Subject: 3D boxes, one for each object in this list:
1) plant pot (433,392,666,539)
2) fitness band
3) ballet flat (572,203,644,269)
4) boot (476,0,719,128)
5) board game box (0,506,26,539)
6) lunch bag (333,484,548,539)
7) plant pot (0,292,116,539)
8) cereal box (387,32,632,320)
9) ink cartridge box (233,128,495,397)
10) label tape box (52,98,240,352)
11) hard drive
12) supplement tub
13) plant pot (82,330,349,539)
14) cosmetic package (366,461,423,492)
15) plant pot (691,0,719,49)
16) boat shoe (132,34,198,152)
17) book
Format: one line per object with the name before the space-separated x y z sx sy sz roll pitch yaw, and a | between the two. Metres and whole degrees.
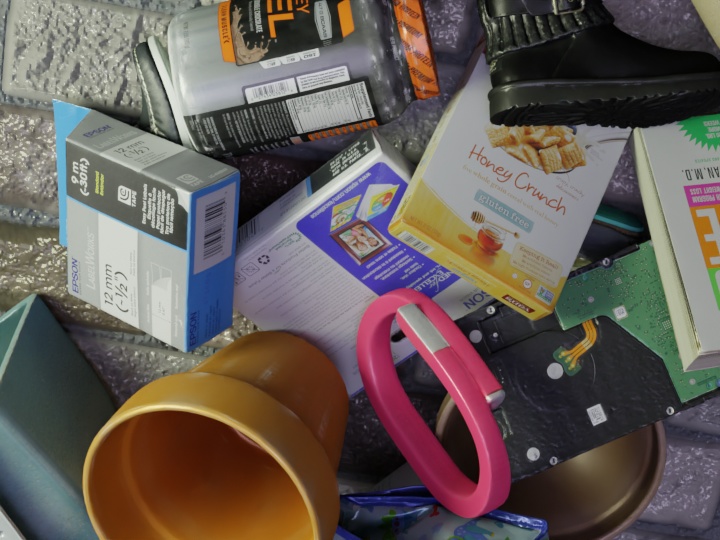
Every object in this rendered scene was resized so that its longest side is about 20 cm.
plant pot | 0.162 0.141 1.236 0.199 0.093 0.202 1 112 1
fitness band | 0.060 0.105 1.141 0.037 0.200 0.144 -20 147 -25
ballet flat | 0.142 -0.047 1.179 0.199 0.073 0.073 24 110 -9
boot | 0.188 -0.198 1.096 0.209 0.079 0.159 -1 79 -13
board game box | -0.371 0.221 1.121 0.199 0.026 0.201 -23 120 8
lunch bag | 0.057 0.281 1.173 0.199 0.127 0.171 7 116 30
plant pot | -0.304 0.183 1.222 0.196 0.196 0.200 -35 111 14
cereal box | 0.125 -0.082 1.120 0.143 0.040 0.201 29 70 -10
ink cartridge box | 0.000 0.000 1.192 0.198 0.044 0.200 -35 127 20
label tape box | -0.194 -0.040 1.138 0.199 0.066 0.144 22 123 27
hard drive | 0.183 0.071 1.140 0.199 0.038 0.141 -23 84 -3
supplement tub | -0.043 -0.164 1.111 0.198 0.123 0.123 -12 110 6
plant pot | -0.095 0.148 1.146 0.199 0.183 0.202 9 119 16
cosmetic package | 0.010 0.262 1.284 0.200 0.102 0.071 -39 106 16
plant pot | 0.356 -0.186 1.074 0.200 0.187 0.188 40 108 2
boat shoe | -0.161 -0.093 1.168 0.060 0.076 0.201 -15 109 2
book | 0.302 -0.029 1.122 0.132 0.048 0.201 -7 68 -8
